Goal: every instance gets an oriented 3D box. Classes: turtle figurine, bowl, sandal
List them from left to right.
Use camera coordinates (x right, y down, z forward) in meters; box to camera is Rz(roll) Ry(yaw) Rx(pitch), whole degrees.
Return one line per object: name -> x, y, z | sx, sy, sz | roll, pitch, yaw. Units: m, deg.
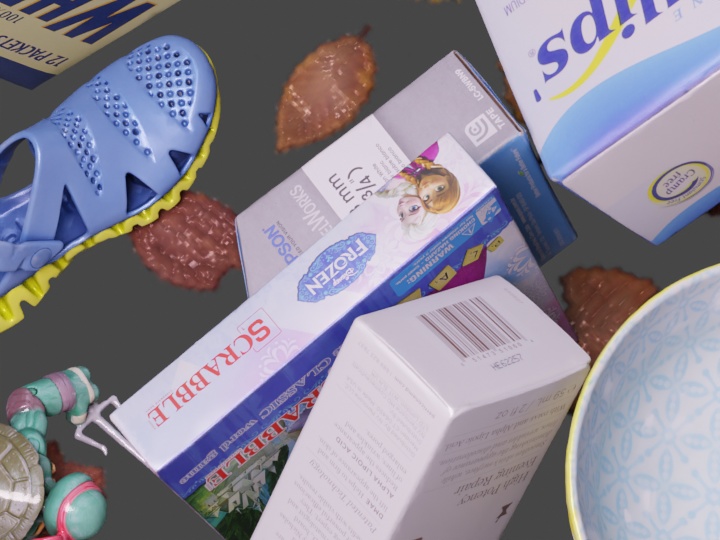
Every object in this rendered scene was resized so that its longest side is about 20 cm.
turtle figurine -> -0.183, 0.108, 1.434 | 0.200, 0.101, 0.150 | 17, 74, 27
sandal -> -0.156, -0.050, 1.492 | 0.200, 0.087, 0.079 | -45, 63, -7
bowl -> 0.185, 0.102, 1.313 | 0.200, 0.108, 0.201 | 1, 76, -4

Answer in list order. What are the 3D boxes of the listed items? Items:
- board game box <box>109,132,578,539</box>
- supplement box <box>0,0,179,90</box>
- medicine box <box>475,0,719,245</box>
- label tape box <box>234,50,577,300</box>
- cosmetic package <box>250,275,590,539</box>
board game box -> -0.001, 0.050, 1.345 | 0.200, 0.200, 0.041 | -40, 64, -2
supplement box -> -0.163, -0.238, 1.504 | 0.200, 0.134, 0.200 | -27, 62, 30
medicine box -> 0.156, -0.150, 1.374 | 0.182, 0.103, 0.200 | -36, 52, 22
label tape box -> 0.000, 0.000, 1.395 | 0.200, 0.144, 0.063 | -38, 64, -1
cosmetic package -> 0.017, 0.105, 1.315 | 0.074, 0.102, 0.200 | 44, 129, 28
